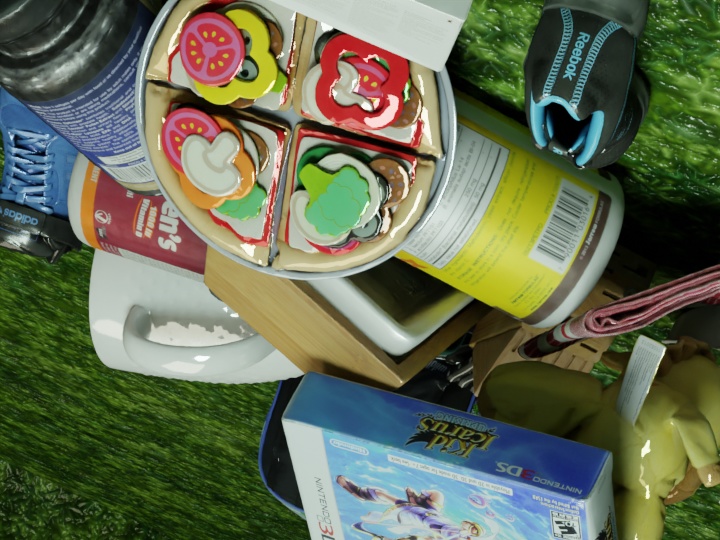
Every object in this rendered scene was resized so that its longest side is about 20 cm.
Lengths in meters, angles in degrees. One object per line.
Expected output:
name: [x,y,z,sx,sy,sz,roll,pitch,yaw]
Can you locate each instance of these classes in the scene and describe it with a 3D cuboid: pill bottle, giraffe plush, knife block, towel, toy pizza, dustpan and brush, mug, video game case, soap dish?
pill bottle: [-0.165,-0.137,1.466,0.111,0.112,0.200,10,160,36]
giraffe plush: [0.179,0.106,1.534,0.173,0.200,0.162,45,-149,16]
knife block: [0.130,0.021,1.697,0.064,0.176,0.200,25,119,-12]
pill bottle: [-0.098,-0.044,1.677,0.199,0.110,0.110,17,163,18]
towel: [0.184,0.024,1.492,0.143,0.023,0.200,-18,175,-10]
toy pizza: [-0.042,-0.087,1.368,0.199,0.201,0.032,20,-156,10]
dustpan and brush: [0.270,0.056,1.592,0.139,0.057,0.200,20,162,11]
mug: [-0.106,0.025,1.772,0.174,0.200,0.149,8,117,15]
pill bottle: [0.055,-0.052,1.448,0.199,0.110,0.109,27,163,-15]
video game case: [0.060,0.158,1.443,0.199,0.046,0.182,14,142,23]
soap dish: [0.000,0.000,1.510,0.157,0.081,0.200,41,-151,8]

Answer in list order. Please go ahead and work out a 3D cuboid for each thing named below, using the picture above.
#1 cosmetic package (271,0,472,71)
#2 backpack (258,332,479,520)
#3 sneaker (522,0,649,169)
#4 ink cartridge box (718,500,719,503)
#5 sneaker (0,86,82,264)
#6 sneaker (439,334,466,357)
cosmetic package: [-0.033,-0.179,1.270,0.199,0.051,0.083,23,166,-2]
backpack: [0.027,0.122,1.875,0.182,0.201,0.147,13,161,26]
sneaker: [0.114,-0.092,1.292,0.073,0.082,0.200,17,164,13]
ink cartridge box: [0.336,0.118,1.484,0.109,0.200,0.050,35,-161,-37]
sneaker: [-0.244,-0.071,1.782,0.076,0.112,0.200,20,163,8]
sneaker: [0.029,0.052,1.732,0.080,0.071,0.200,37,136,13]
